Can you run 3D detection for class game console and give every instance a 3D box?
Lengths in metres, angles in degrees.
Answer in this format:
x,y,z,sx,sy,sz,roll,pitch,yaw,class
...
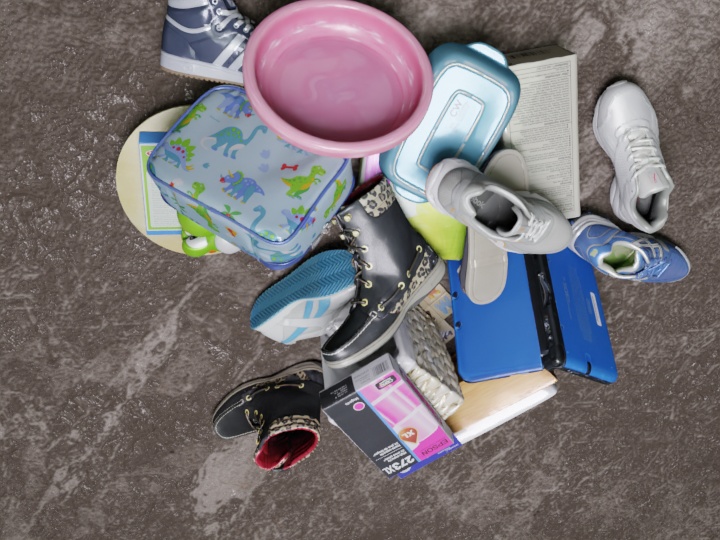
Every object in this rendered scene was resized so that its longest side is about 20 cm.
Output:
x,y,z,sx,sy,sz,roll,pitch,yaw,class
0.222,0.057,0.872,0.170,0.200,0.118,20,143,-29,game console

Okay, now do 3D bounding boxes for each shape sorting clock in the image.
x,y,z,sx,sy,sz,roll,pitch,yaw,class
-0.205,-0.111,0.843,0.199,0.039,0.200,-6,123,-9,shape sorting clock

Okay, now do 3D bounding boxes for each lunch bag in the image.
x,y,z,sx,sy,sz,roll,pitch,yaw,class
-0.115,-0.108,0.733,0.200,0.082,0.161,28,70,14,lunch bag

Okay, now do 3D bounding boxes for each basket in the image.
x,y,z,sx,sy,sz,roll,pitch,yaw,class
0.037,0.125,0.877,0.123,0.200,0.136,38,109,-23,basket

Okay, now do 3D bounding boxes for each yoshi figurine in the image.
x,y,z,sx,sy,sz,roll,pitch,yaw,class
-0.136,-0.078,0.800,0.200,0.112,0.112,-22,108,4,yoshi figurine

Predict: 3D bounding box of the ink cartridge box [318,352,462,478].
x,y,z,sx,sy,sz,roll,pitch,yaw,class
0.043,0.187,0.785,0.095,0.037,0.200,-31,126,9,ink cartridge box

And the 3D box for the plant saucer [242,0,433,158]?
x,y,z,sx,sy,sz,roll,pitch,yaw,class
-0.024,-0.199,0.704,0.200,0.201,0.051,7,155,-6,plant saucer

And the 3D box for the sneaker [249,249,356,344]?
x,y,z,sx,sy,sz,roll,pitch,yaw,class
-0.056,0.038,0.894,0.200,0.077,0.081,-27,134,32,sneaker

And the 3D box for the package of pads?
x,y,z,sx,sy,sz,roll,pitch,yaw,class
0.075,-0.115,0.837,0.154,0.068,0.200,5,117,-4,package of pads

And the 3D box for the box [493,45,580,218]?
x,y,z,sx,sy,sz,roll,pitch,yaw,class
0.213,-0.163,0.814,0.095,0.078,0.200,-8,116,2,box

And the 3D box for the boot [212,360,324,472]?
x,y,z,sx,sy,sz,roll,pitch,yaw,class
-0.134,0.221,0.947,0.200,0.151,0.073,-24,115,9,boot

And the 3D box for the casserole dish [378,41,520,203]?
x,y,z,sx,sy,sz,roll,pitch,yaw,class
0.101,-0.159,0.755,0.121,0.039,0.200,24,114,-10,casserole dish

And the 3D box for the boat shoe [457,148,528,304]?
x,y,z,sx,sy,sz,roll,pitch,yaw,class
0.151,-0.058,0.807,0.072,0.063,0.200,-5,120,-17,boat shoe

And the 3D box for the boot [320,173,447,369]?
x,y,z,sx,sy,sz,roll,pitch,yaw,class
0.000,-0.001,0.778,0.204,0.073,0.154,-43,113,-25,boot

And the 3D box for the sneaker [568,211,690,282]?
x,y,z,sx,sy,sz,roll,pitch,yaw,class
0.363,-0.012,0.885,0.200,0.077,0.076,12,122,-21,sneaker

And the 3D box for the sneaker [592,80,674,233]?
x,y,z,sx,sy,sz,roll,pitch,yaw,class
0.350,-0.137,0.821,0.078,0.099,0.200,-22,115,8,sneaker

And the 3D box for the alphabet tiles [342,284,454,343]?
x,y,z,sx,sy,sz,roll,pitch,yaw,class
0.040,0.059,0.956,0.166,0.006,0.200,-40,111,16,alphabet tiles

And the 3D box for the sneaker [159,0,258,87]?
x,y,z,sx,sy,sz,roll,pitch,yaw,class
-0.127,-0.269,0.753,0.199,0.070,0.109,8,117,-3,sneaker

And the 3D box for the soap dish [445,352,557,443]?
x,y,z,sx,sy,sz,roll,pitch,yaw,class
0.168,0.158,0.935,0.200,0.157,0.081,-30,97,12,soap dish

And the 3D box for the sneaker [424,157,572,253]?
x,y,z,sx,sy,sz,roll,pitch,yaw,class
0.165,-0.052,0.722,0.200,0.092,0.076,17,108,-28,sneaker
